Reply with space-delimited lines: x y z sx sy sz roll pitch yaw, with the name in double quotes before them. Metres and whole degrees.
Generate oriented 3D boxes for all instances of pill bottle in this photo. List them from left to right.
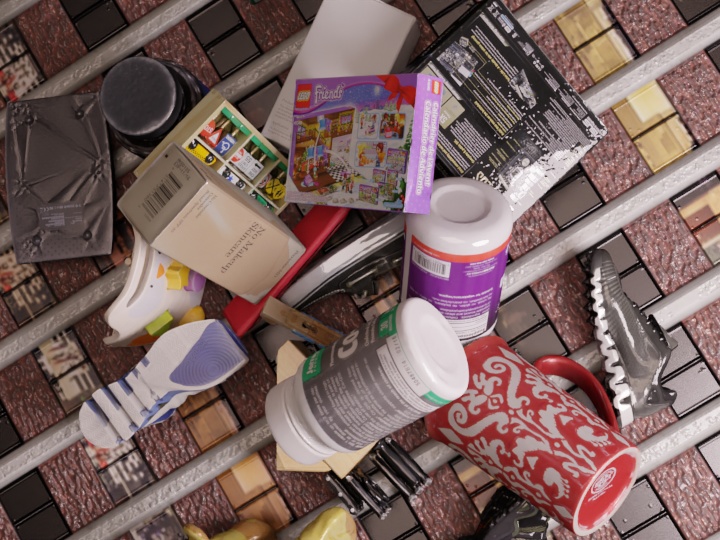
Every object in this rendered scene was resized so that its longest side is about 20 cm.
"pill bottle" -0.219 -0.174 1.225 0.111 0.200 0.112 -1 86 8
"pill bottle" 0.004 0.121 1.128 0.200 0.113 0.113 -32 82 25
"pill bottle" 0.099 0.006 1.169 0.112 0.201 0.113 1 43 -1

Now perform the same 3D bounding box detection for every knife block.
"knife block" -0.007 0.180 1.239 0.175 0.064 0.201 -1 85 7

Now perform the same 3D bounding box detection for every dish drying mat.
"dish drying mat" -0.085 -0.010 1.264 0.018 0.077 0.200 39 93 -29

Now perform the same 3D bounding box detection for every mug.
"mug" 0.196 0.160 1.141 0.178 0.134 0.200 -45 51 -12

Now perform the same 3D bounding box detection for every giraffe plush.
"giraffe plush" -0.112 0.340 1.209 0.162 0.200 0.173 8 98 40

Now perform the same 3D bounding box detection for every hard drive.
"hard drive" -0.362 -0.111 1.320 0.134 0.042 0.201 -6 85 7

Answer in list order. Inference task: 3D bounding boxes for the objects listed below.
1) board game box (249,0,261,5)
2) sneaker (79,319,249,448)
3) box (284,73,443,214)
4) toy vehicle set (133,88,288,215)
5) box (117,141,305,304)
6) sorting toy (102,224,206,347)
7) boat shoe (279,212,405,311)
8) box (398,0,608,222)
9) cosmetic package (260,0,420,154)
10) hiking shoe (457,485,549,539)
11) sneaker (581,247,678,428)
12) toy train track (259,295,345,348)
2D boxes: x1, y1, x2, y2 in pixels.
"board game box" -0.161 -0.398 1.233 0.029 0.200 0.135 -27 83 3
"sneaker" -0.225 0.124 1.249 0.199 0.115 0.081 -33 89 2
"box" -0.001 -0.133 1.135 0.200 0.039 0.138 10 95 49
"toy vehicle set" -0.150 -0.105 1.213 0.124 0.200 0.027 -47 57 1
"box" -0.156 -0.046 1.169 0.095 0.200 0.078 -48 56 6
"sorting toy" -0.240 -0.002 1.226 0.106 0.180 0.201 13 88 9
"boat shoe" 0.000 0.000 1.246 0.200 0.072 0.071 -33 97 12
"box" 0.143 -0.172 1.197 0.164 0.086 0.200 -44 101 -2
"cosmetic package" -0.021 -0.218 1.262 0.113 0.081 0.201 27 89 9
"hiking shoe" 0.179 0.303 1.208 0.101 0.076 0.200 42 94 -8
"sneaker" 0.303 0.070 1.204 0.090 0.066 0.201 -12 88 4
"toy train track" -0.026 0.091 1.242 0.199 0.033 0.115 29 59 -11
